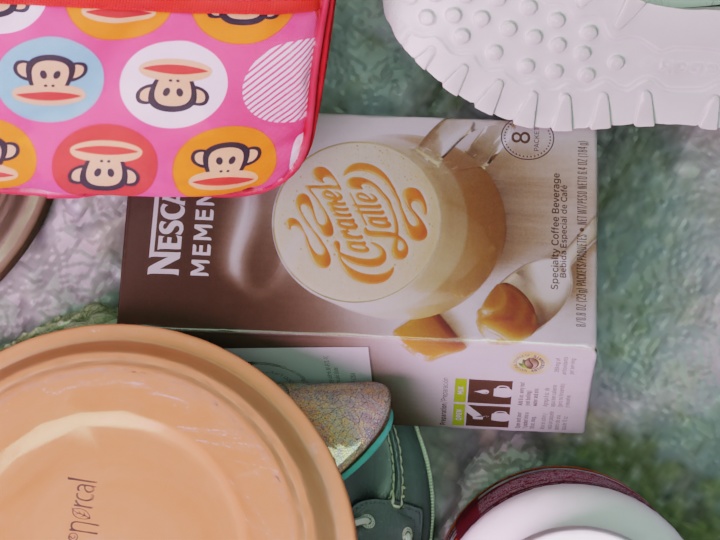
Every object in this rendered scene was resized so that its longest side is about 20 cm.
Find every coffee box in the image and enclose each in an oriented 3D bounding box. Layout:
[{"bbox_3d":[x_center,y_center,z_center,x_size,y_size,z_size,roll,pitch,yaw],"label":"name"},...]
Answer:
[{"bbox_3d":[0.000,0.000,1.238,0.200,0.080,0.114,2,60,1],"label":"coffee box"}]

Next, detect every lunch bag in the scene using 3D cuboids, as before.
[{"bbox_3d":[-0.109,-0.114,1.141,0.200,0.082,0.176,1,134,-10],"label":"lunch bag"}]

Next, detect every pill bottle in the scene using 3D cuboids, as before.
[{"bbox_3d":[0.086,0.141,1.192,0.113,0.200,0.113,0,89,1],"label":"pill bottle"}]

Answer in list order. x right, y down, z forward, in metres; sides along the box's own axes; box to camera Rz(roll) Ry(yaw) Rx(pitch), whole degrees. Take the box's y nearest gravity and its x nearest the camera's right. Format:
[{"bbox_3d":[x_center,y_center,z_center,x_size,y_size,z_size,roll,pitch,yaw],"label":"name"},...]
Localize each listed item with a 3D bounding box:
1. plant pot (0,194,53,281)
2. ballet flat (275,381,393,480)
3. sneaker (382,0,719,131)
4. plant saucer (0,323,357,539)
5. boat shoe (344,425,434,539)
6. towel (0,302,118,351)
[{"bbox_3d":[-0.232,-0.068,1.258,0.201,0.093,0.201,0,88,2],"label":"plant pot"},{"bbox_3d":[-0.080,0.091,1.203,0.200,0.068,0.067,-34,116,17],"label":"ballet flat"},{"bbox_3d":[0.104,-0.107,1.240,0.200,0.081,0.076,11,117,-13],"label":"sneaker"},{"bbox_3d":[-0.101,0.116,1.138,0.200,0.032,0.200,0,71,1],"label":"plant saucer"},{"bbox_3d":[-0.003,0.129,1.263,0.073,0.062,0.200,-3,89,1],"label":"boat shoe"},{"bbox_3d":[-0.166,0.111,1.281,0.200,0.036,0.148,-21,90,1],"label":"towel"}]
